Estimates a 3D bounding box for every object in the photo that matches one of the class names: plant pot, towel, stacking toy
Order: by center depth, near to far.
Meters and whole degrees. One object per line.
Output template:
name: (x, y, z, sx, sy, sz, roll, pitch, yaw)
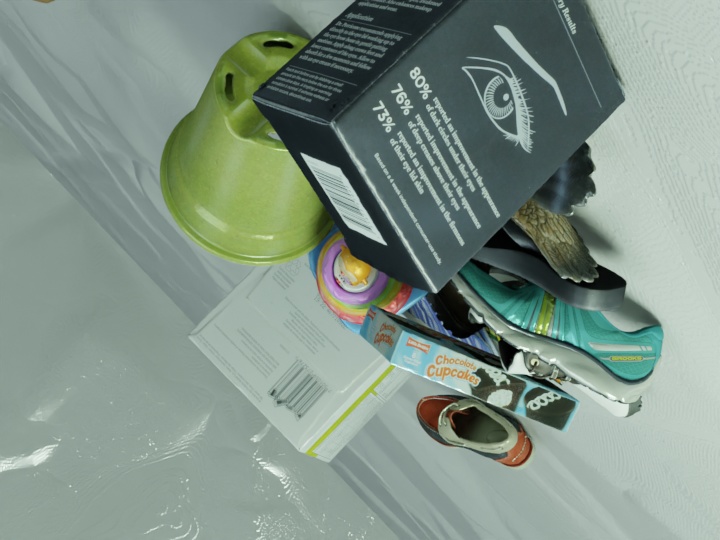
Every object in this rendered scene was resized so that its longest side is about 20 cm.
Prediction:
plant pot: (-0.094, -0.135, 1.248, 0.200, 0.200, 0.185, 44, 153, 8)
stacking toy: (0.000, 0.000, 1.267, 0.117, 0.109, 0.200, 58, -177, 4)
towel: (0.080, 0.049, 1.441, 0.199, 0.024, 0.145, 36, 169, 32)

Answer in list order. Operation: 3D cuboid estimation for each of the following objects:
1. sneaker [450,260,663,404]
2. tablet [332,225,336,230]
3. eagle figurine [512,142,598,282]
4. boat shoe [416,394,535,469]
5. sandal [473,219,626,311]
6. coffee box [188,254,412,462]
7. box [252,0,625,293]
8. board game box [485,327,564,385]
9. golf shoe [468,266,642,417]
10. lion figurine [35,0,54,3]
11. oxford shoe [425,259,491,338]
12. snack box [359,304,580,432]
sneaker: (0.170, 0.038, 1.090, 0.198, 0.080, 0.077, 28, -173, 9)
tablet: (0.007, -0.025, 1.540, 0.130, 0.014, 0.200, 45, 164, 6)
eagle figurine: (0.101, -0.076, 0.996, 0.197, 0.153, 0.152, 8, -165, 19)
boat shoe: (0.141, 0.203, 1.636, 0.199, 0.072, 0.062, 20, 166, 47)
sandal: (0.153, -0.021, 1.073, 0.199, 0.075, 0.043, 29, 120, 47)
coffee box: (-0.055, 0.093, 1.549, 0.200, 0.200, 0.198, 44, 178, 15)
box: (0.055, -0.113, 0.817, 0.104, 0.200, 0.149, 25, 154, 52)
board game box: (0.139, 0.040, 1.330, 0.199, 0.023, 0.105, 34, 163, 39)
golf shoe: (0.180, 0.079, 1.182, 0.200, 0.095, 0.078, 47, 164, -7)
lion figurine: (-0.455, -0.417, 1.717, 0.122, 0.073, 0.200, 28, 174, 16)
oxford shoe: (0.081, -0.032, 1.248, 0.201, 0.073, 0.084, 52, 140, -7)
snack box: (0.104, 0.095, 1.220, 0.198, 0.037, 0.116, 23, -176, -18)
